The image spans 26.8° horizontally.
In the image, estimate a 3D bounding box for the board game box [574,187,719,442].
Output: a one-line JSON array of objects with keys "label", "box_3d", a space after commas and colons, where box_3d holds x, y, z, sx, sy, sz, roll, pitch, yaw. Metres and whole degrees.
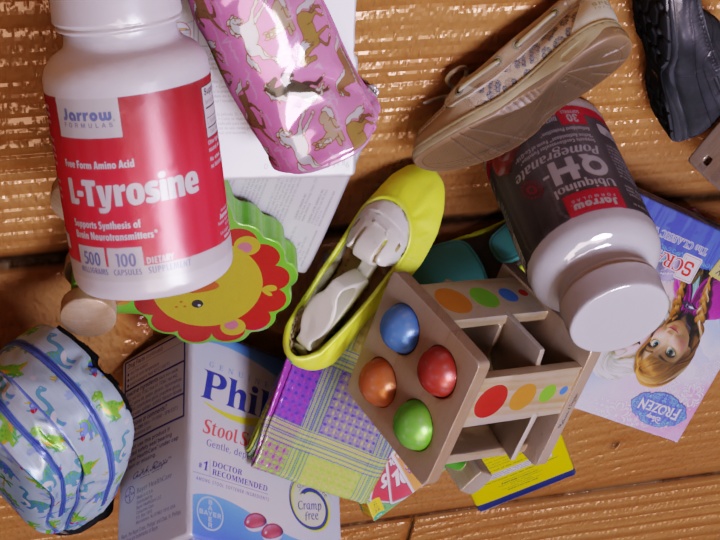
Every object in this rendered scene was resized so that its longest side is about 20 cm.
[{"label": "board game box", "box_3d": [0.254, 0.039, 1.352, 0.199, 0.041, 0.201, 19, 105, -31]}]

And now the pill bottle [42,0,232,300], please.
[{"label": "pill bottle", "box_3d": [-0.151, -0.091, 1.009, 0.111, 0.112, 0.202, -9, 109, -9]}]

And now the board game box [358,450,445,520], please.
[{"label": "board game box", "box_3d": [0.011, 0.123, 1.397, 0.095, 0.030, 0.201, -32, 113, -23]}]

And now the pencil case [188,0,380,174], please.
[{"label": "pencil case", "box_3d": [-0.060, -0.166, 1.019, 0.082, 0.087, 0.201, 1, 127, 47]}]

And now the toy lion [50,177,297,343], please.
[{"label": "toy lion", "box_3d": [-0.144, -0.018, 1.200, 0.190, 0.069, 0.201, 0, 136, -6]}]

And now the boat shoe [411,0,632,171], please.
[{"label": "boat shoe", "box_3d": [0.120, -0.147, 1.189, 0.199, 0.063, 0.073, -32, 154, 23]}]

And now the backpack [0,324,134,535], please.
[{"label": "backpack", "box_3d": [-0.260, 0.130, 1.250, 0.153, 0.164, 0.200, -33, 172, -43]}]

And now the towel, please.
[{"label": "towel", "box_3d": [-0.011, 0.098, 1.347, 0.143, 0.023, 0.202, 23, 85, -31]}]

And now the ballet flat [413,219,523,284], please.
[{"label": "ballet flat", "box_3d": [0.114, -0.005, 1.344, 0.199, 0.067, 0.067, -27, 155, 3]}]

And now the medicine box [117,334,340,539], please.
[{"label": "medicine box", "box_3d": [-0.116, 0.178, 1.364, 0.103, 0.202, 0.181, -27, 143, 37]}]

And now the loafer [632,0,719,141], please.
[{"label": "loafer", "box_3d": [0.259, -0.180, 1.188, 0.070, 0.068, 0.201, -27, 146, 0]}]

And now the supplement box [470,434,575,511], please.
[{"label": "supplement box", "box_3d": [0.127, 0.129, 1.471, 0.109, 0.109, 0.201, -22, 141, 4]}]

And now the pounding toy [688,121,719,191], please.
[{"label": "pounding toy", "box_3d": [0.383, -0.095, 1.290, 0.184, 0.142, 0.199, -50, 140, 15]}]

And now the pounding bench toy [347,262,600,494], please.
[{"label": "pounding bench toy", "box_3d": [0.073, 0.113, 1.263, 0.155, 0.124, 0.201, -4, 128, -38]}]

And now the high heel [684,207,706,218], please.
[{"label": "high heel", "box_3d": [0.355, -0.003, 1.426, 0.198, 0.068, 0.096, 11, 142, -27]}]

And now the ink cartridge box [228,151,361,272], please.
[{"label": "ink cartridge box", "box_3d": [-0.108, -0.091, 1.194, 0.198, 0.057, 0.163, 19, 133, -8]}]

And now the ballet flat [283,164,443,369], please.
[{"label": "ballet flat", "box_3d": [0.000, 0.000, 1.247, 0.201, 0.067, 0.067, -55, 164, 11]}]

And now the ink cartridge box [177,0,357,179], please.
[{"label": "ink cartridge box", "box_3d": [-0.101, -0.153, 1.084, 0.198, 0.044, 0.175, -2, 106, -13]}]

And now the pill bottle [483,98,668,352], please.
[{"label": "pill bottle", "box_3d": [0.176, -0.036, 1.219, 0.110, 0.201, 0.111, -10, 141, -9]}]
